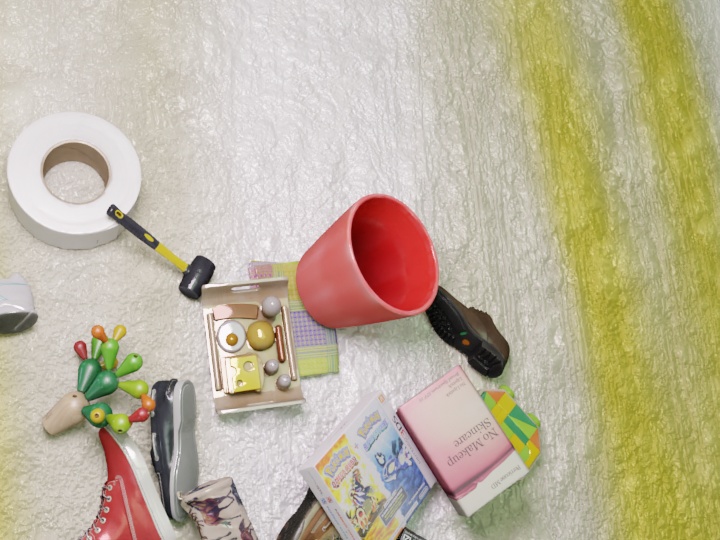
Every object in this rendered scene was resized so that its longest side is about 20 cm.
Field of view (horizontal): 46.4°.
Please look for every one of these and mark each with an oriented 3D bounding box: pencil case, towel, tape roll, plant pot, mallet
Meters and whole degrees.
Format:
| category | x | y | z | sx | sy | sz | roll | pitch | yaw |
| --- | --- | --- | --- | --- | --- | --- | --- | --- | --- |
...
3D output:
| category | x | y | z | sx | sy | sz | roll | pitch | yaw |
| --- | --- | --- | --- | --- | --- | --- | --- | --- | --- |
| pencil case | -0.190 | 0.393 | 1.201 | 0.088 | 0.078 | 0.204 | -23 | 92 | -17 |
| towel | -0.109 | 0.076 | 1.395 | 0.140 | 0.023 | 0.205 | -3 | 74 | -24 |
| tape roll | -0.442 | -0.138 | 1.302 | 0.198 | 0.071 | 0.207 | 8 | 69 | -20 |
| plant pot | 0.000 | 0.000 | 1.358 | 0.198 | 0.176 | 0.205 | 19 | 60 | -37 |
| mallet | -0.314 | -0.025 | 1.300 | 0.199 | 0.041 | 0.067 | 34 | 65 | -33 |

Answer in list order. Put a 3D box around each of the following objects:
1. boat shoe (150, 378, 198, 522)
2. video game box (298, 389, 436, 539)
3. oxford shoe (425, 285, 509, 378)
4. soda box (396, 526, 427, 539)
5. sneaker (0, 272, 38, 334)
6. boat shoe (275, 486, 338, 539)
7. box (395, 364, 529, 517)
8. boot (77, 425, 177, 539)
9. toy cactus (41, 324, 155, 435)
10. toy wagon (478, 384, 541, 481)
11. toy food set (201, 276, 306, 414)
| category | x | y | z | sx | sy | sz | roll | pitch | yaw |
| --- | --- | --- | --- | --- | --- | --- | --- | --- | --- |
| boat shoe | -0.279 | 0.263 | 1.238 | 0.059 | 0.076 | 0.205 | -2 | 79 | 17 |
| video game box | 0.017 | 0.317 | 1.302 | 0.184 | 0.046 | 0.200 | 56 | 44 | -8 |
| oxford shoe | 0.187 | 0.095 | 1.494 | 0.200 | 0.073 | 0.085 | 47 | 45 | -4 |
| soda box | 0.127 | 0.484 | 1.327 | 0.197 | 0.063 | 0.072 | 31 | 64 | -9 |
| sneaker | -0.566 | 0.051 | 1.194 | 0.196 | 0.071 | 0.082 | -5 | 59 | -27 |
| boat shoe | -0.064 | 0.384 | 1.278 | 0.074 | 0.075 | 0.201 | 40 | 62 | -11 |
| box | 0.161 | 0.276 | 1.359 | 0.127 | 0.109 | 0.202 | -33 | 79 | -8 |
| boot | -0.359 | 0.328 | 1.177 | 0.142 | 0.072 | 0.204 | -23 | 85 | -26 |
| toy cactus | -0.381 | 0.172 | 1.192 | 0.164 | 0.103 | 0.201 | -36 | 55 | -1 |
| toy wagon | 0.223 | 0.270 | 1.455 | 0.200 | 0.040 | 0.155 | 47 | 61 | -2 |
| toy food set | -0.167 | 0.116 | 1.314 | 0.140 | 0.060 | 0.205 | -5 | 74 | -16 |
